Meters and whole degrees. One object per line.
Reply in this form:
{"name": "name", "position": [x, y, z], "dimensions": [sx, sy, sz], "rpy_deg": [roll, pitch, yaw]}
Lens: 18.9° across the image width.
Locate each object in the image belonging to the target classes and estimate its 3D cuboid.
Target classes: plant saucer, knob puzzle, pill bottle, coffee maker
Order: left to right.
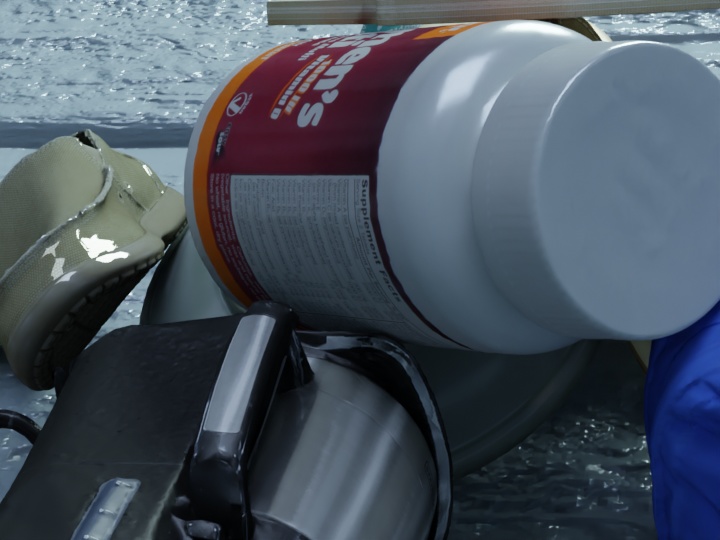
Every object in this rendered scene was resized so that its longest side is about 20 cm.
{"name": "coffee maker", "position": [-0.077, 0.117, 0.693], "dimensions": [0.192, 0.135, 0.200], "rpy_deg": [-21, 20, 24]}
{"name": "plant saucer", "position": [0.000, 0.000, 0.877], "dimensions": [0.200, 0.050, 0.200], "rpy_deg": [-9, 48, 10]}
{"name": "pill bottle", "position": [0.032, -0.028, 0.733], "dimensions": [0.109, 0.110, 0.200], "rpy_deg": [-24, 15, -31]}
{"name": "knob puzzle", "position": [0.089, -0.112, 0.806], "dimensions": [0.219, 0.031, 0.220], "rpy_deg": [-3, 8, 0]}

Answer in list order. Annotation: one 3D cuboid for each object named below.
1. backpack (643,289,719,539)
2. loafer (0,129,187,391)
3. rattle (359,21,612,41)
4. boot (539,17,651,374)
{"name": "backpack", "position": [0.190, 0.055, 0.698], "dimensions": [0.199, 0.163, 0.168], "rpy_deg": [3, 37, 12]}
{"name": "loafer", "position": [-0.119, -0.010, 0.854], "dimensions": [0.068, 0.076, 0.200], "rpy_deg": [40, 9, -5]}
{"name": "rattle", "position": [0.054, -0.150, 1.130], "dimensions": [0.130, 0.143, 0.200], "rpy_deg": [-25, 36, 2]}
{"name": "boot", "position": [0.147, -0.059, 0.835], "dimensions": [0.073, 0.155, 0.200], "rpy_deg": [19, 39, -43]}
